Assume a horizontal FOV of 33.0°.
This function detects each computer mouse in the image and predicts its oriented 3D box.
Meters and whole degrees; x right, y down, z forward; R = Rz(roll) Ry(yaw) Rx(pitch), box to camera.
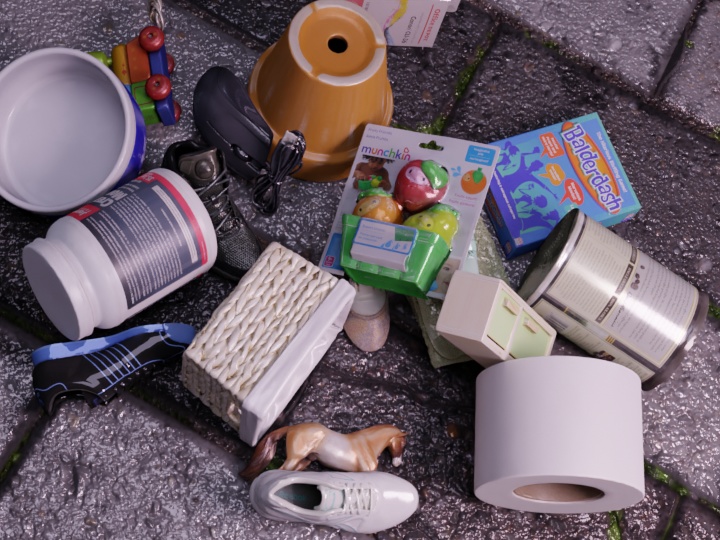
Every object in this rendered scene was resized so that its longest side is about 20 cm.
[{"bbox_3d":[-0.159,-0.178,1.554,0.052,0.139,0.201,-19,62,-42],"label":"computer mouse"}]

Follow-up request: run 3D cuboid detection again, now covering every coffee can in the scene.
[{"bbox_3d":[0.316,0.036,1.538,0.199,0.146,0.147,33,66,-4],"label":"coffee can"}]

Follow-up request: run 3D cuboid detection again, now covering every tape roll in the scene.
[{"bbox_3d":[0.233,0.197,1.439,0.199,0.203,0.141,6,68,-9],"label":"tape roll"}]

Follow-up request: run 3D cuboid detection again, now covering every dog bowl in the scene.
[{"bbox_3d":[-0.366,-0.164,1.492,0.197,0.079,0.204,-1,82,6],"label":"dog bowl"}]

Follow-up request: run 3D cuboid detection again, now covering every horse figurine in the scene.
[{"bbox_3d":[-0.042,0.232,1.452,0.197,0.050,0.135,14,74,-9],"label":"horse figurine"}]

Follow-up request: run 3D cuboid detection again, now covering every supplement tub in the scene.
[{"bbox_3d":[-0.283,-0.020,1.442,0.199,0.141,0.141,-32,77,-30],"label":"supplement tub"}]

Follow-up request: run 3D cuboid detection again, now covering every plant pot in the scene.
[{"bbox_3d":[-0.044,-0.245,1.567,0.197,0.184,0.203,4,68,-10],"label":"plant pot"}]

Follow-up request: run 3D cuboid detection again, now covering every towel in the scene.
[{"bbox_3d":[0.126,0.018,1.578,0.146,0.037,0.202,-15,72,-18],"label":"towel"}]

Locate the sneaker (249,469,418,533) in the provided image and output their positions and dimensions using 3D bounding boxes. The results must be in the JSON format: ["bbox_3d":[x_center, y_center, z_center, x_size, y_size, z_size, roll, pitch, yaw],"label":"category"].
[{"bbox_3d":[-0.024,0.264,1.388,0.197,0.080,0.072,4,80,-14],"label":"sneaker"}]

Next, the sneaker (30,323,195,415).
[{"bbox_3d":[-0.288,0.117,1.441,0.197,0.070,0.079,-12,74,-8],"label":"sneaker"}]

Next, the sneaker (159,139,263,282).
[{"bbox_3d":[-0.184,-0.079,1.513,0.076,0.114,0.201,-29,78,-18],"label":"sneaker"}]

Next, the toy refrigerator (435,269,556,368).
[{"bbox_3d":[0.167,0.073,1.448,0.069,0.200,0.077,13,76,32],"label":"toy refrigerator"}]

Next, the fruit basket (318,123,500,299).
[{"bbox_3d":[0.055,-0.076,1.461,0.183,0.094,0.203,13,80,24],"label":"fruit basket"}]

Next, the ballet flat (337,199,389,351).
[{"bbox_3d":[0.000,0.000,1.542,0.067,0.067,0.203,-7,70,-5],"label":"ballet flat"}]

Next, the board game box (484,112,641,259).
[{"bbox_3d":[0.262,-0.117,1.654,0.197,0.045,0.154,-18,73,-18],"label":"board game box"}]

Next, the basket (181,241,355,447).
[{"bbox_3d":[-0.114,0.084,1.450,0.123,0.136,0.201,34,66,6],"label":"basket"}]

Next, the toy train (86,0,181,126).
[{"bbox_3d":[-0.306,-0.281,1.592,0.114,0.085,0.203,-11,71,-1],"label":"toy train"}]

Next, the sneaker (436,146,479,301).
[{"bbox_3d":[0.115,-0.061,1.522,0.073,0.118,0.203,-5,67,-17],"label":"sneaker"}]

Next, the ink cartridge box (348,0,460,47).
[{"bbox_3d":[0.053,-0.367,1.672,0.197,0.117,0.069,-1,67,-11],"label":"ink cartridge box"}]
